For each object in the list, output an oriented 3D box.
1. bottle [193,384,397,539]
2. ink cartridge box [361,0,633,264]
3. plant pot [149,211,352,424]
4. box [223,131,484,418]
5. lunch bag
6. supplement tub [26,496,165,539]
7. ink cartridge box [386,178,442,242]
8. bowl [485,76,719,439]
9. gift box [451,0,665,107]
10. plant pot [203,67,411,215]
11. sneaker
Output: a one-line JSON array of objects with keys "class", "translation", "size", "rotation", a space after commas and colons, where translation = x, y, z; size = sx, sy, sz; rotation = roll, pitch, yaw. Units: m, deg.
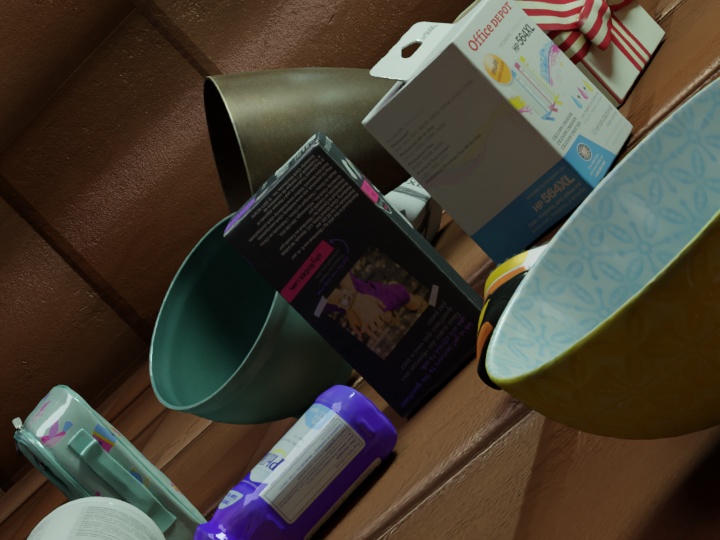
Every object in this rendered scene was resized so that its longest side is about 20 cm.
[{"class": "bottle", "translation": [-0.061, 0.172, 1.431], "size": [0.200, 0.065, 0.084], "rotation": [-46, 8, -12]}, {"class": "ink cartridge box", "translation": [0.111, -0.134, 1.693], "size": [0.125, 0.200, 0.129], "rotation": [-40, 8, 37]}, {"class": "plant pot", "translation": [-0.085, 0.060, 1.836], "size": [0.200, 0.134, 0.201], "rotation": [-34, 42, 37]}, {"class": "box", "translation": [0.000, 0.000, 1.537], "size": [0.106, 0.200, 0.122], "rotation": [-43, 7, 6]}, {"class": "lunch bag", "translation": [-0.223, 0.189, 1.749], "size": [0.077, 0.200, 0.160], "rotation": [-47, 8, -8]}, {"class": "supplement tub", "translation": [-0.217, 0.263, 1.545], "size": [0.132, 0.132, 0.200], "rotation": [-44, 6, 6]}, {"class": "ink cartridge box", "translation": [-0.004, -0.054, 2.101], "size": [0.200, 0.145, 0.084], "rotation": [-55, -23, -57]}, {"class": "bowl", "translation": [0.161, 0.008, 0.866], "size": [0.200, 0.108, 0.200], "rotation": [-46, 8, 9]}, {"class": "gift box", "translation": [0.174, -0.230, 1.963], "size": [0.187, 0.200, 0.185], "rotation": [-38, 14, 38]}, {"class": "plant pot", "translation": [-0.034, -0.125, 1.950], "size": [0.199, 0.188, 0.187], "rotation": [-16, 1, -12]}, {"class": "sneaker", "translation": [0.144, 0.010, 1.230], "size": [0.200, 0.070, 0.090], "rotation": [-39, 23, 43]}]
